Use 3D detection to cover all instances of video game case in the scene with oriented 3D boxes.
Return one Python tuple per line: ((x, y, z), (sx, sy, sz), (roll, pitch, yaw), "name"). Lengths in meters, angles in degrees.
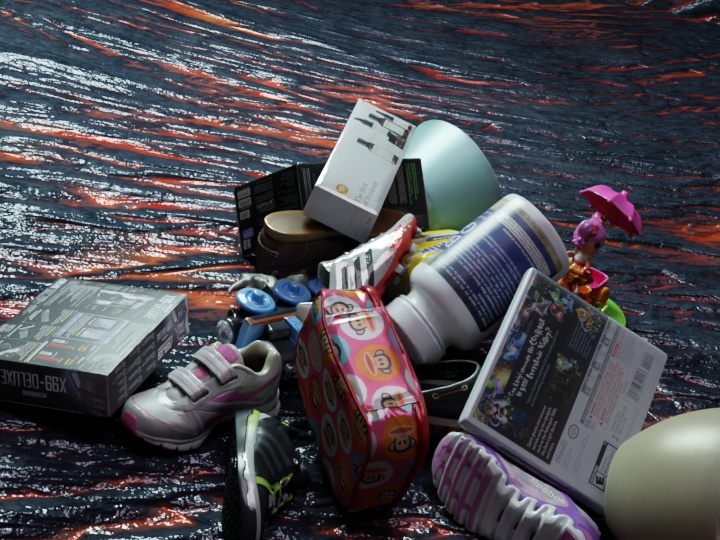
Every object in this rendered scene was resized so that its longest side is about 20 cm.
((0.214, 0.123, 1.466), (0.181, 0.023, 0.201), (32, 60, -7), "video game case")

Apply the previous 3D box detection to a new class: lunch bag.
((-0.007, 0.135, 1.398), (0.081, 0.177, 0.201), (-6, 53, -21), "lunch bag")

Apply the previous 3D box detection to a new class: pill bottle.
((0.124, 0.016, 1.555), (0.199, 0.111, 0.111), (-38, 46, -10), "pill bottle")

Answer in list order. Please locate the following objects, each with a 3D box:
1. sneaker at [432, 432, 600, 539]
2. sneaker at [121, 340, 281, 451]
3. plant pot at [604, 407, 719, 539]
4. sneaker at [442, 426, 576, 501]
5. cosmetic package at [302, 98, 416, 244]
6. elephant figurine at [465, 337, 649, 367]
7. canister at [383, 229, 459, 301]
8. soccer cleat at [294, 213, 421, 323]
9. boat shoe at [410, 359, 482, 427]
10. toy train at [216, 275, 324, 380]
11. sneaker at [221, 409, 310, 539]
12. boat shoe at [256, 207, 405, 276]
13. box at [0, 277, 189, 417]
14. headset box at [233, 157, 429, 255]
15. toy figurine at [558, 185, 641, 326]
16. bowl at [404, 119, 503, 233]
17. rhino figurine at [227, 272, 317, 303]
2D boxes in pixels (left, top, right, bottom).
((0.160, 0.233, 1.408), (0.200, 0.081, 0.088), (38, 27, 28), "sneaker")
((-0.158, 0.117, 1.436), (0.081, 0.089, 0.199), (33, 32, 32), "sneaker")
((0.320, 0.226, 1.398), (0.133, 0.203, 0.200), (8, 20, 32), "plant pot")
((0.187, 0.182, 1.512), (0.198, 0.076, 0.090), (15, 33, -3), "sneaker")
((0.001, -0.121, 1.661), (0.082, 0.051, 0.201), (24, 39, -1), "cosmetic package")
((0.198, 0.106, 1.582), (0.141, 0.156, 0.199), (40, 21, 24), "elephant figurine")
((0.102, 0.004, 1.712), (0.147, 0.088, 0.200), (-10, 10, -15), "canister")
((0.000, 0.000, 1.563), (0.085, 0.069, 0.201), (30, 57, 5), "soccer cleat")
((0.040, 0.125, 1.503), (0.199, 0.064, 0.074), (0, 29, 21), "boat shoe")
((-0.066, 0.069, 1.585), (0.199, 0.087, 0.114), (-10, 42, -44), "toy train")
((-0.085, 0.194, 1.347), (0.082, 0.072, 0.201), (12, 27, -10), "sneaker")
((-0.031, -0.032, 1.646), (0.198, 0.071, 0.071), (-2, 33, -26), "boat shoe")
((-0.286, 0.074, 1.454), (0.156, 0.050, 0.200), (7, 24, 15), "box")
((-0.032, -0.081, 1.787), (0.198, 0.094, 0.174), (-6, -3, -33), "headset box")
((0.290, -0.020, 1.835), (0.149, 0.186, 0.199), (30, 30, 27), "toy figurine")
((0.090, -0.089, 1.887), (0.104, 0.202, 0.200), (-27, 46, -27), "bowl")
((-0.067, 0.020, 1.705), (0.198, 0.060, 0.088), (-2, 36, -26), "rhino figurine")
